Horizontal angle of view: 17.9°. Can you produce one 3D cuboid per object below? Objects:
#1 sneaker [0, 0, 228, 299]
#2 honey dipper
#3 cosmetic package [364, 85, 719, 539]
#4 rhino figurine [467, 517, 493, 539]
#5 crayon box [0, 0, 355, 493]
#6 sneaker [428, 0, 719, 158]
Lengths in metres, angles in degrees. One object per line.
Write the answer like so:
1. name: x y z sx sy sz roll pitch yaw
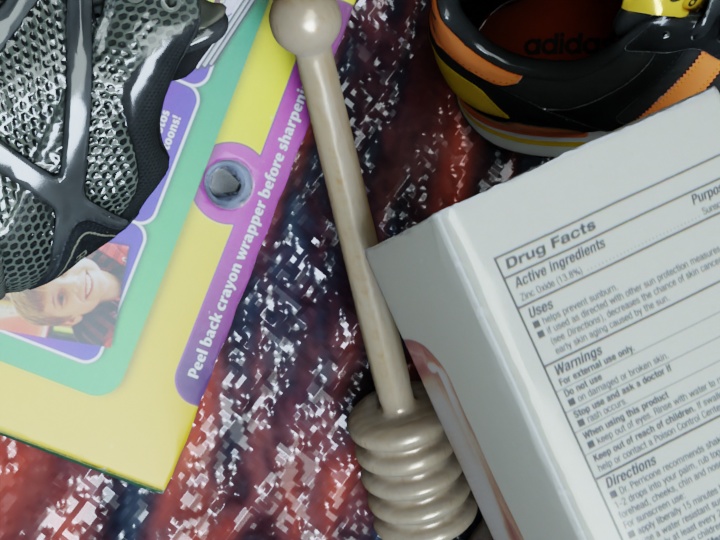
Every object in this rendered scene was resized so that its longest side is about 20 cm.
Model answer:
1. sneaker: -0.112 -0.095 0.661 0.114 0.076 0.200 -25 101 -15
2. honey dipper: 0.000 0.000 0.741 0.038 0.038 0.200 -23 118 -15
3. cosmetic package: 0.093 0.060 0.693 0.103 0.087 0.200 -23 90 -17
4. rhino figurine: 0.069 0.123 0.769 0.087 0.060 0.201 19 97 28
5. crayon box: -0.110 -0.053 0.730 0.172 0.058 0.201 22 86 -15
6. sneaker: 0.118 -0.078 0.737 0.199 0.090 0.070 -3 73 17
